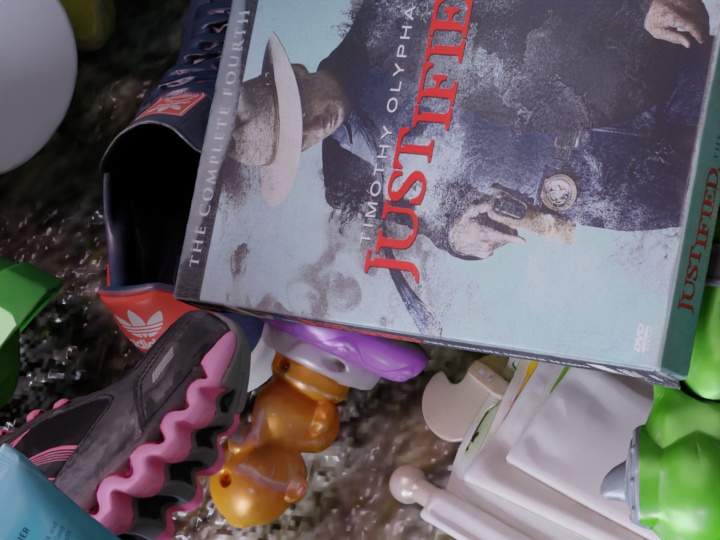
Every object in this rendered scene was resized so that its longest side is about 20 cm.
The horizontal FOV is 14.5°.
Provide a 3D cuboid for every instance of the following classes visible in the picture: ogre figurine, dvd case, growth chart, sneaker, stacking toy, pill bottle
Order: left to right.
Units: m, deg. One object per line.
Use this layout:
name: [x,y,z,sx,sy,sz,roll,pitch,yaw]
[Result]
pill bottle: [-0.195,-0.095,1.123,0.200,0.113,0.113,23,78,53]
sneaker: [-0.121,0.079,0.944,0.095,0.079,0.200,39,80,16]
sneaker: [-0.055,-0.057,1.060,0.075,0.085,0.201,-10,60,27]
stacking toy: [0.000,0.000,0.996,0.116,0.110,0.201,25,91,39]
dvd case: [0.031,-0.048,0.907,0.200,0.022,0.147,8,85,41]
growth chart: [0.107,0.027,0.957,0.200,0.018,0.145,-51,50,-2]
ogre figurine: [0.158,0.063,0.848,0.200,0.098,0.120,39,94,-4]

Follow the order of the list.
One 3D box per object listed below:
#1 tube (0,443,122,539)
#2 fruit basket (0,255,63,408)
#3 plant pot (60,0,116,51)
tube: [-0.078,0.121,0.901,0.050,0.200,0.078,23,80,35]
fruit basket: [-0.169,0.089,1.042,0.215,0.156,0.217,0,91,-3]
plant pot: [-0.114,-0.224,1.139,0.184,0.201,0.200,-47,49,-13]
